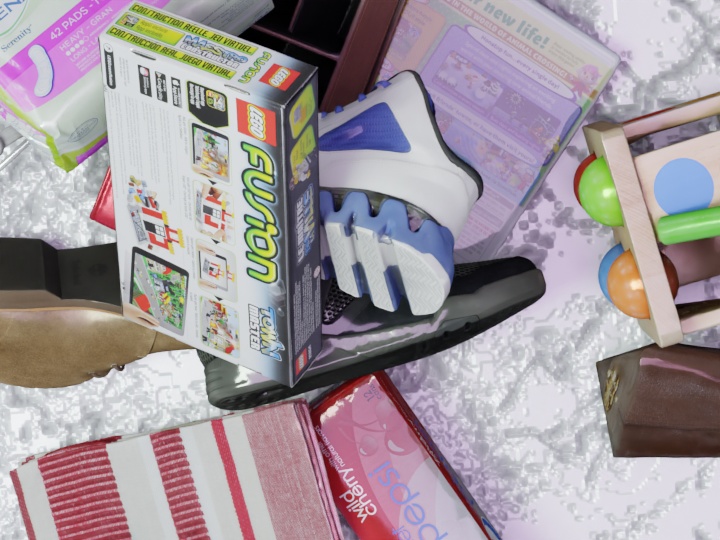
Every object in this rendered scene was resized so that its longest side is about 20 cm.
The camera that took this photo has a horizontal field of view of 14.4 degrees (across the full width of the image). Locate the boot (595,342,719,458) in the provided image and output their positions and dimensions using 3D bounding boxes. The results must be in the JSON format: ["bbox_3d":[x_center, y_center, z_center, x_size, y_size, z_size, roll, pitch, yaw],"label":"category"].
[{"bbox_3d":[0.236,0.053,1.602,0.200,0.064,0.187,9,136,1],"label":"boot"}]

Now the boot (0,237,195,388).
[{"bbox_3d":[-0.142,0.029,1.652,0.200,0.074,0.076,5,124,-4],"label":"boot"}]

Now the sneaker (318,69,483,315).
[{"bbox_3d":[-0.017,-0.056,1.534,0.199,0.081,0.115,20,55,21],"label":"sneaker"}]

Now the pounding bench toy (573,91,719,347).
[{"bbox_3d":[0.204,-0.035,1.565,0.156,0.200,0.124,-16,94,1],"label":"pounding bench toy"}]

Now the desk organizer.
[{"bbox_3d":[-0.025,-0.157,1.561,0.072,0.077,0.200,35,114,32],"label":"desk organizer"}]

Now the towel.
[{"bbox_3d":[-0.098,0.159,1.636,0.200,0.023,0.144,-13,95,27],"label":"towel"}]

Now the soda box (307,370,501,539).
[{"bbox_3d":[0.039,0.152,1.645,0.063,0.070,0.200,-35,93,5],"label":"soda box"}]

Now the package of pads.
[{"bbox_3d":[-0.168,-0.168,1.518,0.154,0.068,0.200,-40,74,-9],"label":"package of pads"}]

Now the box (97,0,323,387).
[{"bbox_3d":[-0.075,-0.036,1.472,0.110,0.035,0.200,22,138,20],"label":"box"}]

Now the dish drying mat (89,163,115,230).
[{"bbox_3d":[-0.051,-0.027,1.640,0.200,0.018,0.077,22,103,3],"label":"dish drying mat"}]

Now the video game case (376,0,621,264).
[{"bbox_3d":[0.019,-0.101,1.651,0.200,0.022,0.182,33,94,-1],"label":"video game case"}]

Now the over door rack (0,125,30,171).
[{"bbox_3d":[-0.251,-0.100,1.592,0.200,0.067,0.148,-44,77,19],"label":"over door rack"}]

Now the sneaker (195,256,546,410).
[{"bbox_3d":[0.000,0.000,1.589,0.199,0.076,0.114,-14,79,-5],"label":"sneaker"}]
